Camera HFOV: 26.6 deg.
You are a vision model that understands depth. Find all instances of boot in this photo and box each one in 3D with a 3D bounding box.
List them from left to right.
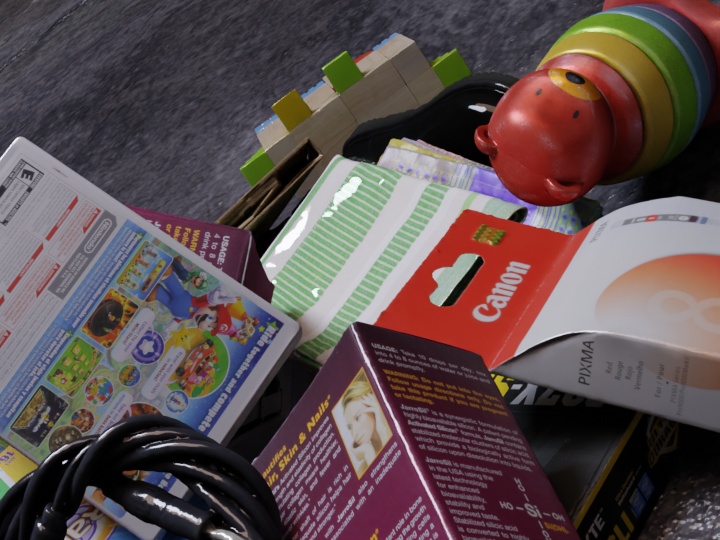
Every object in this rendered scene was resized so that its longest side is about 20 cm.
[{"bbox_3d":[0.031,-0.053,1.100,0.210,0.080,0.158,-18,26,47],"label":"boot"}]

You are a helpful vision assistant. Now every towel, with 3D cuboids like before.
[{"bbox_3d":[0.000,0.000,0.971,0.153,0.023,0.200,-54,34,-10],"label":"towel"},{"bbox_3d":[0.056,-0.007,0.987,0.199,0.023,0.144,25,79,45],"label":"towel"}]

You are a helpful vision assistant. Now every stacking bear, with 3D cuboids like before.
[{"bbox_3d":[0.151,-0.104,0.945,0.200,0.121,0.114,-34,-24,-44],"label":"stacking bear"}]

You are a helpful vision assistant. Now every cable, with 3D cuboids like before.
[{"bbox_3d":[-0.124,0.162,0.717,0.199,0.164,0.051,-25,-13,22],"label":"cable"}]

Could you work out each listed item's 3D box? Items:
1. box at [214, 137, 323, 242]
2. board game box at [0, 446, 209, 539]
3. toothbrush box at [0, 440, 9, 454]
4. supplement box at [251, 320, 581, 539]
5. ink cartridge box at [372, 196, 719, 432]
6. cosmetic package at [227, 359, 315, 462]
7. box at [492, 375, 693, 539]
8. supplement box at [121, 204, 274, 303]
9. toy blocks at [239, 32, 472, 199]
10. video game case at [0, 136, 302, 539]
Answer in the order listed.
[{"bbox_3d":[-0.113,-0.001,1.136,0.164,0.021,0.200,-47,-2,-35],"label":"box"},{"bbox_3d":[-0.171,0.166,0.871,0.199,0.041,0.153,10,44,43],"label":"board game box"},{"bbox_3d":[-0.252,0.131,1.041,0.145,0.086,0.201,-15,49,63],"label":"toothbrush box"},{"bbox_3d":[0.032,0.134,0.685,0.111,0.085,0.201,-55,38,26],"label":"supplement box"},{"bbox_3d":[0.124,0.003,0.801,0.199,0.050,0.162,16,33,18],"label":"ink cartridge box"},{"bbox_3d":[-0.119,0.130,1.015,0.199,0.051,0.083,-28,26,15],"label":"cosmetic package"},{"bbox_3d":[0.065,0.116,0.825,0.199,0.049,0.160,-3,39,48],"label":"box"},{"bbox_3d":[-0.163,0.020,0.922,0.198,0.131,0.104,11,76,5],"label":"supplement box"},{"bbox_3d":[-0.012,-0.136,1.294,0.199,0.100,0.137,-36,15,2],"label":"toy blocks"},{"bbox_3d":[-0.152,0.036,0.841,0.144,0.199,0.018,-55,-10,-12],"label":"video game case"}]
